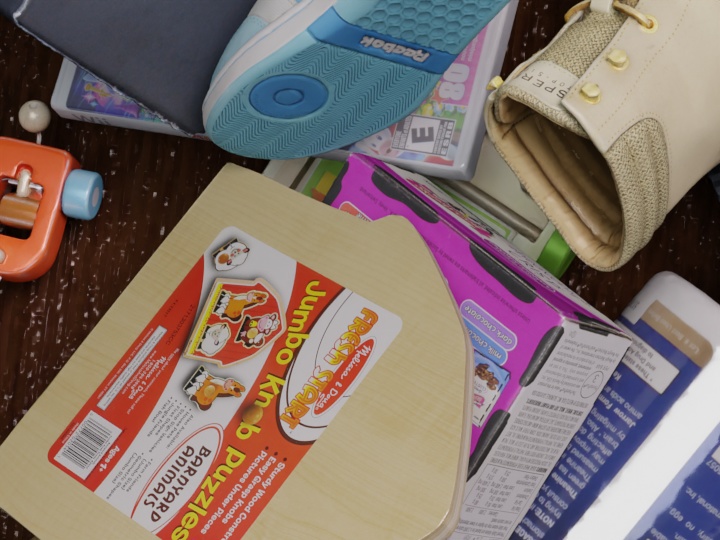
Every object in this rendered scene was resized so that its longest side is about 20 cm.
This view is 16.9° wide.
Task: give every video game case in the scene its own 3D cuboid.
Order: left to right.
[{"bbox_3d":[-0.029,-0.122,1.089,0.200,0.018,0.143,10,74,19],"label":"video game case"}]

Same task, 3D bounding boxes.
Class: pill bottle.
[{"bbox_3d":[0.110,0.108,1.039,0.111,0.111,0.200,40,93,9],"label":"pill bottle"}]

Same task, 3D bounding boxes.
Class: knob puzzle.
[{"bbox_3d":[-0.034,0.064,0.962,0.219,0.030,0.220,-14,53,20],"label":"knob puzzle"}]

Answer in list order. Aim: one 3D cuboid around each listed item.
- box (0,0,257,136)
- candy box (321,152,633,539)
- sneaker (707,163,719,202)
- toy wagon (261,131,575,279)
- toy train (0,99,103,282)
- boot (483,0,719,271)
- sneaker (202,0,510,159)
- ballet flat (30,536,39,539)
[{"bbox_3d":[-0.105,-0.196,1.042,0.197,0.124,0.200,34,92,42],"label":"box"},{"bbox_3d":[0.004,0.072,1.012,0.136,0.061,0.200,40,104,36],"label":"candy box"},{"bbox_3d":[0.190,-0.043,1.068,0.066,0.078,0.200,-19,65,19],"label":"sneaker"},{"bbox_3d":[0.000,0.000,1.099,0.155,0.040,0.200,34,93,9],"label":"toy wagon"},{"bbox_3d":[-0.221,-0.009,1.130,0.200,0.056,0.150,7,79,10],"label":"toy train"},{"bbox_3d":[0.107,-0.117,0.954,0.155,0.073,0.200,-38,121,-29],"label":"boot"},{"bbox_3d":[0.002,-0.140,0.976,0.200,0.079,0.131,-38,49,36],"label":"sneaker"},{"bbox_3d":[-0.127,0.146,1.038,0.063,0.200,0.069,-18,87,-35],"label":"ballet flat"}]
